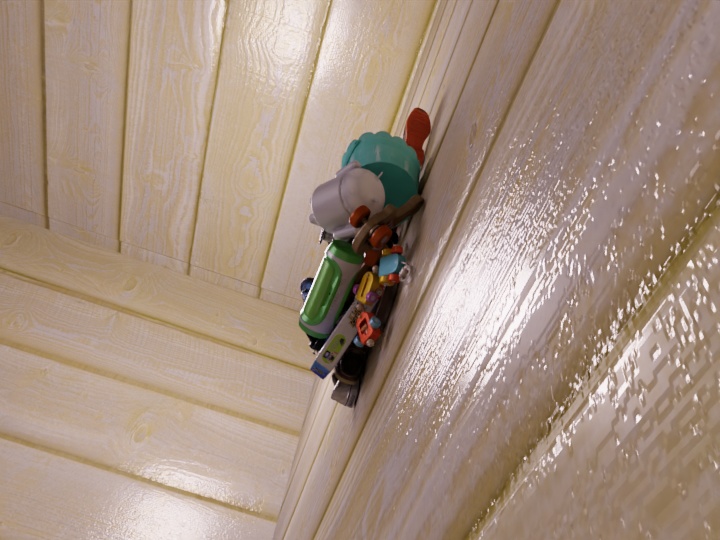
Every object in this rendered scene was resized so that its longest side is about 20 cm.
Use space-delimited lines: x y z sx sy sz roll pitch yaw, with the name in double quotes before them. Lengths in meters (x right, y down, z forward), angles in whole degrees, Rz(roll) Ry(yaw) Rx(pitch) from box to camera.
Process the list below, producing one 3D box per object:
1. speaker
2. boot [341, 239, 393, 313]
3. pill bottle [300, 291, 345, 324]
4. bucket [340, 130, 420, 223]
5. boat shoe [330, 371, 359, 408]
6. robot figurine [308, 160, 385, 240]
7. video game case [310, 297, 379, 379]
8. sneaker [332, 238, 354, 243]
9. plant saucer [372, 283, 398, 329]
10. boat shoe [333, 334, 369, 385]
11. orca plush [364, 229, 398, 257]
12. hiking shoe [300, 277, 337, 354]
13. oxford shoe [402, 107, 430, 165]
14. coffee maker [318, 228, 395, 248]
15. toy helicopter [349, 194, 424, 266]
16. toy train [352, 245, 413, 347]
"speaker" -0.064 0.040 1.334 0.089 0.087 0.202 -82 15 -70
"boot" 0.000 0.000 1.465 0.201 0.068 0.188 -52 -6 7
"pill bottle" -0.069 0.128 1.627 0.111 0.110 0.202 178 70 -86
"bucket" 0.045 -0.206 1.474 0.136 0.204 0.209 -86 13 -54
"boat shoe" -0.038 0.257 1.502 0.200 0.065 0.073 -80 8 -66
"robot figurine" -0.027 -0.149 1.343 0.199 0.112 0.172 -16 69 43
"video game case" -0.040 0.143 1.373 0.182 0.045 0.200 -55 -2 -16
"sneaker" -0.022 -0.060 1.476 0.082 0.071 0.199 -30 0 -21
"plant saucer" 0.050 0.061 1.386 0.200 0.032 0.203 -161 89 -86
"boat shoe" -0.014 0.187 1.483 0.201 0.071 0.073 -66 -5 -61
"orca plush" 0.026 -0.072 1.565 0.201 0.104 0.071 -59 -28 -16
"hiking shoe" -0.107 0.102 1.508 0.074 0.086 0.202 -38 63 30
"oxford shoe" 0.132 -0.336 1.632 0.073 0.071 0.202 -43 28 59
"coffee maker" 0.000 -0.135 1.756 0.135 0.197 0.194 119 166 -60
"toy helicopter" 0.058 -0.092 1.279 0.199 0.079 0.133 -35 -23 -31
"toy train" 0.050 0.052 1.231 0.201 0.055 0.151 -55 36 26
